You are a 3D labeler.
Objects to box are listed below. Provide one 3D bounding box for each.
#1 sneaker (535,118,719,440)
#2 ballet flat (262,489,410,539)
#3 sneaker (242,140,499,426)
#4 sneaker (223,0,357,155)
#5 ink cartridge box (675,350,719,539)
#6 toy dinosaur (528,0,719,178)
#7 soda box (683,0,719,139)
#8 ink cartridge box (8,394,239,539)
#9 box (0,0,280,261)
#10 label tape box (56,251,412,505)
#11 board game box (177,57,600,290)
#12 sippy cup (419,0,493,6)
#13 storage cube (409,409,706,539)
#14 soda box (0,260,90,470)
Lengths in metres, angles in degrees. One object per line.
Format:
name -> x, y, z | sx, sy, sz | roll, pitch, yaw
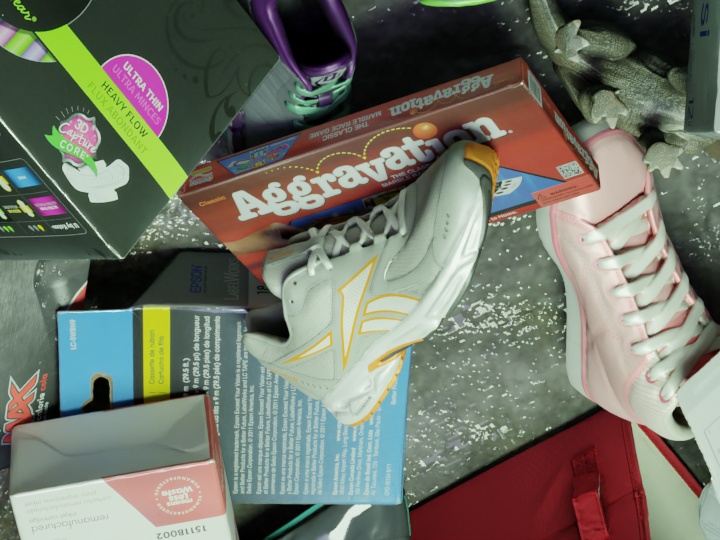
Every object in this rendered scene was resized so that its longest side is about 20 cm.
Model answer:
sneaker -> 0.160, 0.011, 1.309 | 0.075, 0.105, 0.201 | -31, 133, -23
ballet flat -> -0.054, 0.190, 1.450 | 0.200, 0.073, 0.073 | -29, 121, 14
sneaker -> 0.000, 0.000, 1.238 | 0.092, 0.076, 0.200 | 26, 129, -9
sneaker -> -0.032, -0.092, 1.239 | 0.074, 0.088, 0.200 | -24, 126, -13
ink cartridge box -> 0.253, 0.083, 1.356 | 0.162, 0.057, 0.200 | -41, 122, -17
toy dinosaur -> 0.141, -0.099, 1.253 | 0.200, 0.102, 0.077 | 20, 97, 0
soda box -> 0.203, -0.164, 1.165 | 0.063, 0.068, 0.201 | 3, 92, -5
ink cartridge box -> -0.125, 0.176, 1.361 | 0.116, 0.068, 0.200 | -10, 125, -1
box -> -0.168, -0.122, 1.160 | 0.124, 0.149, 0.200 | -1, 136, 49
label tape box -> -0.072, 0.063, 1.369 | 0.199, 0.063, 0.144 | 1, 125, -4
board game box -> 0.015, -0.047, 1.249 | 0.200, 0.019, 0.103 | -17, 141, 22
sippy cup -> 0.032, -0.226, 1.140 | 0.130, 0.178, 0.140 | -8, 154, 17
storage cube -> 0.138, 0.222, 1.423 | 0.180, 0.171, 0.200 | -29, 122, 19
soda box -> -0.197, 0.016, 1.316 | 0.071, 0.063, 0.200 | -19, 135, -38
